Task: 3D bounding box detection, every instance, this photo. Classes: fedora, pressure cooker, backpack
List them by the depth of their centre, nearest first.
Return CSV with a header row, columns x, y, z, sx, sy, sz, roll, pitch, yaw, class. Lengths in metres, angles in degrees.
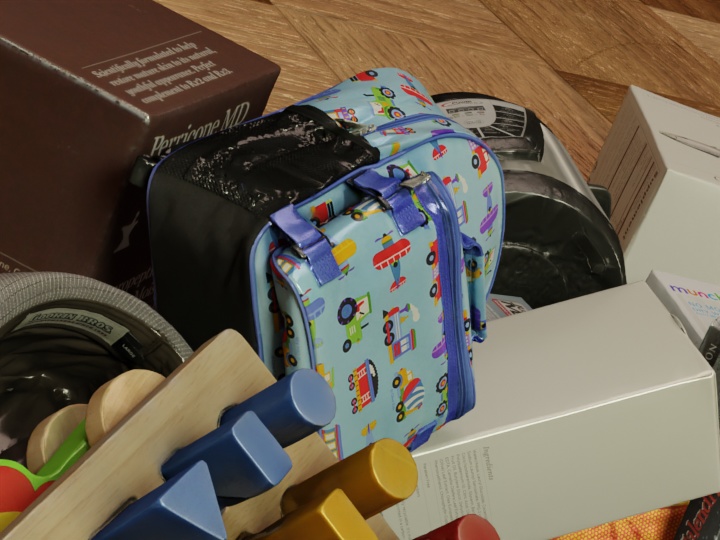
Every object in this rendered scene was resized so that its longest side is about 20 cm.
x,y,z,sx,sy,sz,roll,pitch,yaw,class
-0.148,0.097,0.916,0.177,0.090,0.200,41,43,-21,fedora
0.000,0.000,1.017,0.135,0.183,0.200,25,40,38,backpack
0.067,-0.020,1.325,0.176,0.179,0.200,41,14,-24,pressure cooker

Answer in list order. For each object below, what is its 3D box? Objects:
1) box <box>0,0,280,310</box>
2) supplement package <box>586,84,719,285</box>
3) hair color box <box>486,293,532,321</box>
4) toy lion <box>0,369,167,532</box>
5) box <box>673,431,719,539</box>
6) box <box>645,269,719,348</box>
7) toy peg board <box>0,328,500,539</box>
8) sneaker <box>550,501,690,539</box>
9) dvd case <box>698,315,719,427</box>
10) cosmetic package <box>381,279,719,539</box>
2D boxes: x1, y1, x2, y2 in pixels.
x,y,z,sx,sy,sz,roll,pitch,yaw,class
-0.176,-0.047,1.113,0.164,0.200,0.166,29,23,14,box
0.261,-0.051,1.649,0.117,0.117,0.200,19,23,-10,supplement package
0.012,0.062,1.177,0.200,0.099,0.061,8,25,-33,hair color box
-0.107,0.151,0.813,0.200,0.069,0.192,49,47,-13,toy lion
0.253,0.128,1.120,0.137,0.200,0.038,12,19,-24,box
0.290,0.100,1.365,0.200,0.097,0.176,12,26,-21,box
-0.018,0.133,0.769,0.199,0.098,0.200,53,39,-7,toy peg board
0.168,0.142,1.174,0.200,0.077,0.073,15,25,-15,sneaker
0.270,0.133,1.201,0.200,0.146,0.022,29,28,15,dvd case
0.083,0.085,1.095,0.200,0.085,0.108,-13,30,-6,cosmetic package
